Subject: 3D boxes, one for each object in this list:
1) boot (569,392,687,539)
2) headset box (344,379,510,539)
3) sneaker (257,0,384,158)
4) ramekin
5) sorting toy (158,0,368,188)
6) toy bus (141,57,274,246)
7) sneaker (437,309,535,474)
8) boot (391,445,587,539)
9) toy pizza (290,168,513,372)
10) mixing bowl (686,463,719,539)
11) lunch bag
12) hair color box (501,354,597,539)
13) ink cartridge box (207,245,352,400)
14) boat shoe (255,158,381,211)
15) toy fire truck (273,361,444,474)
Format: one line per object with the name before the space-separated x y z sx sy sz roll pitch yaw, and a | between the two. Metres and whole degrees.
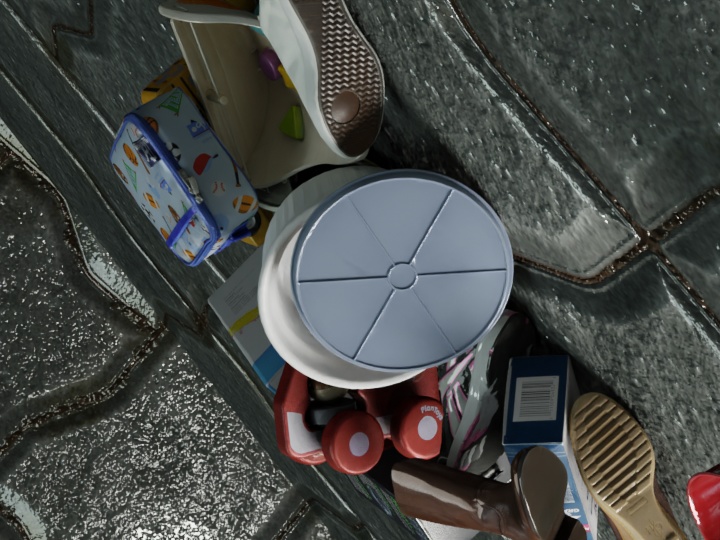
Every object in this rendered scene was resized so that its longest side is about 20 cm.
boot | 0.244 0.207 1.609 0.201 0.072 0.166 61 175 0
headset box | 0.091 0.200 1.854 0.200 0.174 0.093 33 159 53
sneaker | -0.038 -0.194 1.461 0.085 0.073 0.201 28 143 53
ramekin | 0.000 0.000 1.574 0.201 0.200 0.098 57 -173 -26
sorting toy | -0.070 -0.172 1.577 0.180 0.107 0.201 20 140 43
toy bus | -0.151 -0.122 1.786 0.200 0.078 0.065 54 165 -20
sneaker | 0.109 0.111 1.653 0.086 0.080 0.201 37 122 39
boot | 0.099 0.200 1.573 0.199 0.064 0.187 16 148 32
toy pizza | 0.036 -0.001 1.505 0.201 0.200 0.032 56 -168 -23
mixing bowl | 0.335 0.184 1.174 0.200 0.108 0.200 46 165 16
lunch bag | -0.172 -0.085 1.651 0.161 0.075 0.200 56 163 0
hair color box | 0.187 0.178 1.629 0.060 0.100 0.200 -3 142 17
ink cartridge box | -0.048 0.067 1.891 0.147 0.146 0.200 43 -177 -36
boat shoe | -0.049 -0.092 1.663 0.201 0.072 0.060 17 158 26
toy fire truck | -0.002 0.116 1.754 0.112 0.199 0.169 2 98 59
